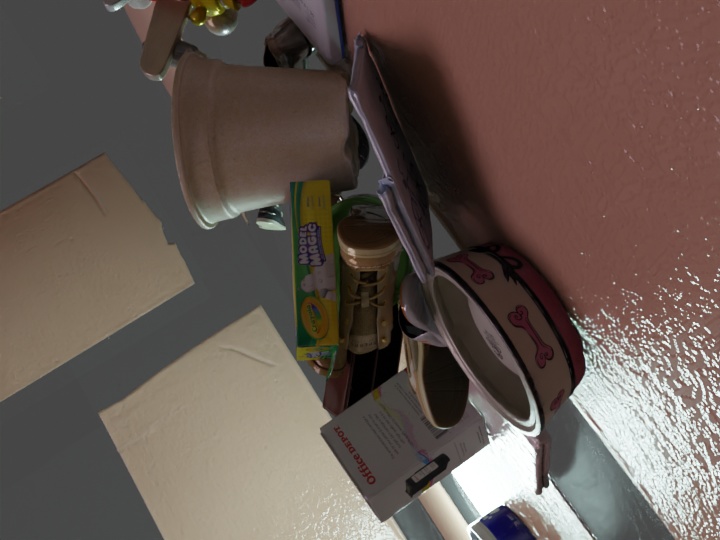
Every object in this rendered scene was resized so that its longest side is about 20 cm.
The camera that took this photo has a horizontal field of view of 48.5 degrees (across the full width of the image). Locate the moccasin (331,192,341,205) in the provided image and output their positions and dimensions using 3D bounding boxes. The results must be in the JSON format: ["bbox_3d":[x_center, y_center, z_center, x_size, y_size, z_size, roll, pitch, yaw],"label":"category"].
[{"bbox_3d":[-0.065,-0.146,1.217,0.074,0.078,0.202,-5,113,62],"label":"moccasin"}]

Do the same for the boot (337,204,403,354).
[{"bbox_3d":[0.007,0.018,0.851,0.200,0.072,0.157,-90,5,-77],"label":"boot"}]

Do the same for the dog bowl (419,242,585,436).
[{"bbox_3d":[0.144,0.060,0.797,0.201,0.074,0.200,55,169,17],"label":"dog bowl"}]

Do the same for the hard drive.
[{"bbox_3d":[-0.067,-0.324,0.824,0.132,0.025,0.200,54,169,23],"label":"hard drive"}]

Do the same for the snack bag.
[{"bbox_3d":[0.028,-0.114,0.775,0.189,0.021,0.201,-85,-27,-59],"label":"snack bag"}]

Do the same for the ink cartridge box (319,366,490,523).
[{"bbox_3d":[0.063,0.240,1.158,0.146,0.199,0.083,48,167,42],"label":"ink cartridge box"}]

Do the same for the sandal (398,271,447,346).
[{"bbox_3d":[0.069,0.042,0.938,0.207,0.059,0.080,32,-122,-63],"label":"sandal"}]

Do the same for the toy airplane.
[{"bbox_3d":[-0.211,-0.341,0.983,0.199,0.200,0.141,54,-174,37],"label":"toy airplane"}]

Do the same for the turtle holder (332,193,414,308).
[{"bbox_3d":[0.010,-0.005,1.019,0.132,0.140,0.187,-45,-57,-73],"label":"turtle holder"}]

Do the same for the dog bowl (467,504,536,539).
[{"bbox_3d":[0.284,0.536,1.461,0.201,0.079,0.200,56,170,15],"label":"dog bowl"}]

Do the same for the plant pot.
[{"bbox_3d":[-0.097,-0.154,0.915,0.200,0.182,0.202,-4,-90,-86],"label":"plant pot"}]

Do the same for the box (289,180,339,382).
[{"bbox_3d":[-0.051,0.017,0.859,0.117,0.048,0.201,110,155,-76],"label":"box"}]

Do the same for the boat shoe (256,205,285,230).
[{"bbox_3d":[-0.224,-0.138,2.032,0.200,0.071,0.068,110,165,-85],"label":"boat shoe"}]

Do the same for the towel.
[{"bbox_3d":[0.187,0.188,1.069,0.200,0.032,0.191,52,169,35],"label":"towel"}]

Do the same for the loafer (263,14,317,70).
[{"bbox_3d":[-0.101,-0.277,1.014,0.072,0.063,0.200,61,169,-7],"label":"loafer"}]

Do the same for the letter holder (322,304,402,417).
[{"bbox_3d":[0.014,0.132,1.257,0.142,0.100,0.201,174,104,-76],"label":"letter holder"}]

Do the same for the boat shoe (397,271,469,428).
[{"bbox_3d":[0.087,0.104,1.034,0.063,0.073,0.202,-30,70,59],"label":"boat shoe"}]

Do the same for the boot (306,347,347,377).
[{"bbox_3d":[-0.030,0.029,1.171,0.176,0.066,0.201,-102,26,-51],"label":"boot"}]

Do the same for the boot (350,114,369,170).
[{"bbox_3d":[-0.053,-0.187,1.060,0.200,0.070,0.132,39,-176,17],"label":"boot"}]
